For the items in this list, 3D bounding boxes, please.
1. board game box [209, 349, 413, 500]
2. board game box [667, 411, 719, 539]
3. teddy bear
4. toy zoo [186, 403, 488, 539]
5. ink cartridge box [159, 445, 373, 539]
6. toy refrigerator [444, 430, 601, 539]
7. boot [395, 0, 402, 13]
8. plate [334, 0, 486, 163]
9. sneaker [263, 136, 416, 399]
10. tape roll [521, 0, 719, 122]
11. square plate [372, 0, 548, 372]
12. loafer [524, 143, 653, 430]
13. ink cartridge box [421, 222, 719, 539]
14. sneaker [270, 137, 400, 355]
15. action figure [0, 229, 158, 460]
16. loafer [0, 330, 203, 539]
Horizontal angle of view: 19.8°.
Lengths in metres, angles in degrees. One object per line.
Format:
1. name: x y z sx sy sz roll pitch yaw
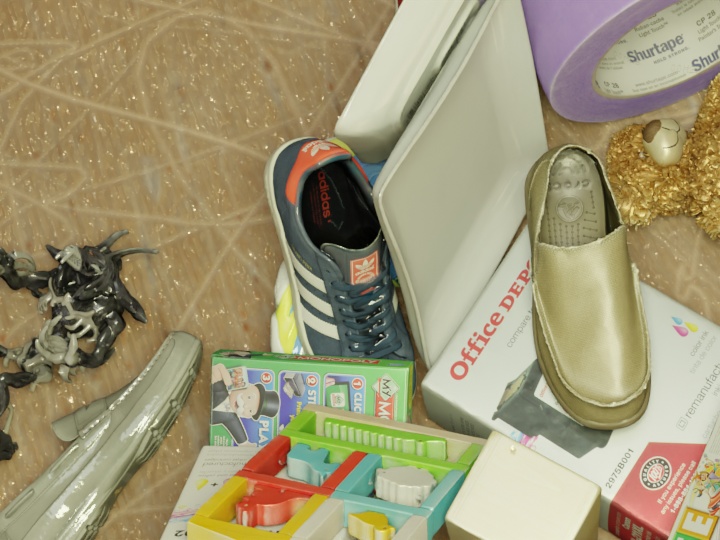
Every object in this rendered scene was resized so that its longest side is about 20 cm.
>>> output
1. board game box: -0.035 0.157 1.377 0.134 0.029 0.201 3 98 8
2. board game box: 0.234 0.196 1.318 0.034 0.134 0.201 14 71 36
3. teddy bear: 0.271 -0.074 1.446 0.199 0.067 0.146 20 72 13
4. toy zoo: -0.016 0.141 1.244 0.131 0.200 0.021 10 115 23
5. ink cartridge box: -0.061 0.183 1.263 0.114 0.200 0.068 0 113 9
6. toy refrigerator: 0.106 0.166 1.309 0.076 0.200 0.070 27 76 14
7. boot: 0.052 -0.225 1.486 0.072 0.144 0.201 -16 71 -1
8. plate: 0.052 -0.160 1.363 0.032 0.200 0.201 30 90 6
9. sneaker: -0.005 0.007 1.374 0.075 0.084 0.201 -26 100 -22
10. tape roll: 0.205 -0.191 1.425 0.199 0.200 0.085 -22 69 -1
11. square plate: 0.066 -0.063 1.380 0.028 0.200 0.199 17 59 25
12. loafer: 0.143 0.005 1.344 0.076 0.067 0.201 -13 68 1
13. ink cartridge box: 0.160 0.081 1.396 0.199 0.083 0.146 31 77 16
14. sneaker: 0.000 0.000 1.449 0.104 0.076 0.201 7 71 9
15. action figure: -0.230 0.040 1.451 0.119 0.102 0.200 33 79 28
16. loafer: -0.183 0.120 1.432 0.070 0.070 0.200 34 78 8
